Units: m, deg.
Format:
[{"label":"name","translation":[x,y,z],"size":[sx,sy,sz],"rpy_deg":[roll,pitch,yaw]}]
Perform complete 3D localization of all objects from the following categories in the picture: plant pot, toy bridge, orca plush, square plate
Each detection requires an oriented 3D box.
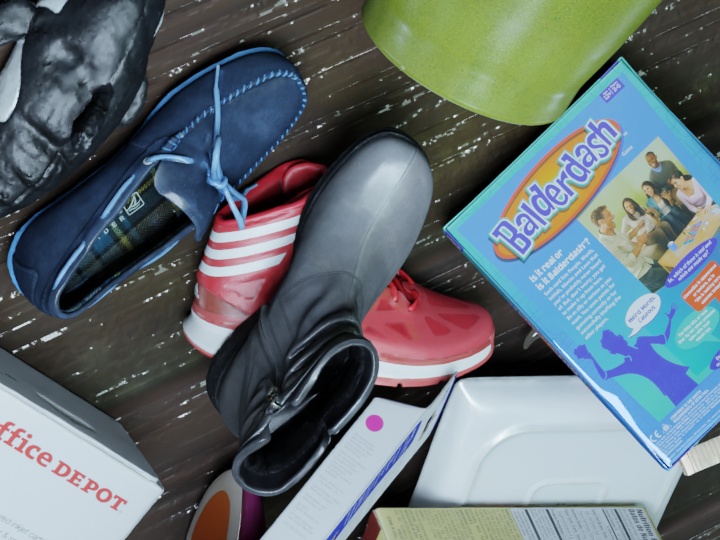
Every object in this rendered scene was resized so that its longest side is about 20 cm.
[{"label":"plant pot","translation":[0.097,-0.191,1.196],"size":[0.199,0.201,0.194],"rpy_deg":[11,121,-29]},{"label":"toy bridge","translation":[0.167,0.034,1.365],"size":[0.067,0.027,0.201],"rpy_deg":[-22,87,1]},{"label":"orca plush","translation":[-0.170,-0.084,1.178],"size":[0.200,0.071,0.105],"rpy_deg":[-39,124,-3]},{"label":"square plate","translation":[0.127,0.148,1.428],"size":[0.199,0.029,0.199],"rpy_deg":[0,129,-24]}]

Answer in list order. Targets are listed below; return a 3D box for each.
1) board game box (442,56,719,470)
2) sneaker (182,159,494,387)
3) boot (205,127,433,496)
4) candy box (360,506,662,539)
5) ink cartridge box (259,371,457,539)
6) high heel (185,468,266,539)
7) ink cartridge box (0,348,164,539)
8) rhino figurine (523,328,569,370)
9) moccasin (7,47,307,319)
[{"label":"board game box","translation":[0.171,-0.004,1.330],"size":[0.152,0.045,0.200],"rpy_deg":[-43,87,0]},{"label":"sneaker","translation":[0.000,0.000,1.298],"size":[0.199,0.078,0.116],"rpy_deg":[1,115,-27]},{"label":"boot","translation":[-0.009,0.025,1.203],"size":[0.069,0.132,0.201],"rpy_deg":[27,98,-18]},{"label":"candy box","translation":[0.087,0.208,1.404],"size":[0.199,0.055,0.116],"rpy_deg":[2,131,-25]},{"label":"ink cartridge box","translation":[-0.017,0.141,1.299],"size":[0.200,0.037,0.095],"rpy_deg":[-47,168,-26]},{"label":"high heel","translation":[-0.061,0.205,1.381],"size":[0.095,0.067,0.201],"rpy_deg":[-6,124,-28]},{"label":"ink cartridge box","translation":[-0.234,0.150,1.253],"size":[0.146,0.086,0.200],"rpy_deg":[37,94,-34]},{"label":"rhino figurine","translation":[0.199,0.032,1.418],"size":[0.198,0.060,0.088],"rpy_deg":[-10,116,-15]},{"label":"moccasin","translation":[-0.103,-0.040,1.231],"size":[0.200,0.068,0.081],"rpy_deg":[-43,130,-1]}]
